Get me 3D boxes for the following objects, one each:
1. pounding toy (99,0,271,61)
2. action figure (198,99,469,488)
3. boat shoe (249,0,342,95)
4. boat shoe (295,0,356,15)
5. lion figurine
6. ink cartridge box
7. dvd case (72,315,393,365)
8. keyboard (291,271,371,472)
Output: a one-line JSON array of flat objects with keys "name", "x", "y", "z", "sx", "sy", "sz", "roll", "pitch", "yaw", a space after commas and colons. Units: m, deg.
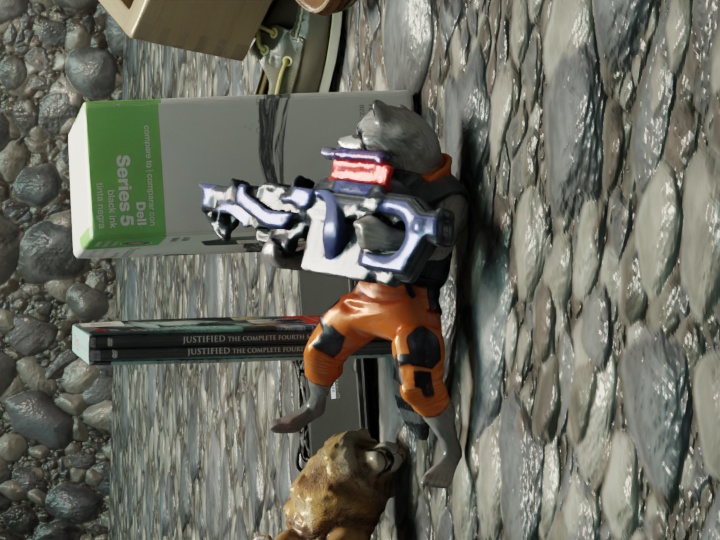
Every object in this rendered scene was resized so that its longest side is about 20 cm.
[{"name": "pounding toy", "x": -0.125, "y": -0.248, "z": 1.533, "sx": 0.184, "sy": 0.141, "sz": 0.201, "roll": 49, "pitch": 121, "yaw": 41}, {"name": "action figure", "x": 0.000, "y": 0.000, "z": 1.176, "sx": 0.199, "sy": 0.104, "sz": 0.195, "roll": 21, "pitch": 108, "yaw": 46}, {"name": "boat shoe", "x": -0.051, "y": -0.152, "z": 1.536, "sx": 0.072, "sy": 0.060, "sz": 0.203, "roll": -103, "pitch": 19, "yaw": -55}, {"name": "boat shoe", "x": -0.028, "y": -0.236, "z": 1.338, "sx": 0.072, "sy": 0.068, "sz": 0.201, "roll": 35, "pitch": 141, "yaw": 23}, {"name": "lion figurine", "x": -0.007, "y": 0.200, "z": 1.289, "sx": 0.122, "sy": 0.072, "sz": 0.202, "roll": -13, "pitch": -82, "yaw": -67}, {"name": "ink cartridge box", "x": -0.074, "y": -0.057, "z": 1.310, "sx": 0.145, "sy": 0.198, "sz": 0.085, "roll": 158, "pitch": 109, "yaw": -78}, {"name": "dvd case", "x": -0.070, "y": 0.041, "z": 1.286, "sx": 0.146, "sy": 0.198, "sz": 0.022, "roll": -175, "pitch": 85, "yaw": -78}, {"name": "keyboard", "x": -0.011, "y": 0.069, "z": 1.437, "sx": 0.104, "sy": 0.039, "sz": 0.202, "roll": -13, "pitch": 79, "yaw": 60}]
